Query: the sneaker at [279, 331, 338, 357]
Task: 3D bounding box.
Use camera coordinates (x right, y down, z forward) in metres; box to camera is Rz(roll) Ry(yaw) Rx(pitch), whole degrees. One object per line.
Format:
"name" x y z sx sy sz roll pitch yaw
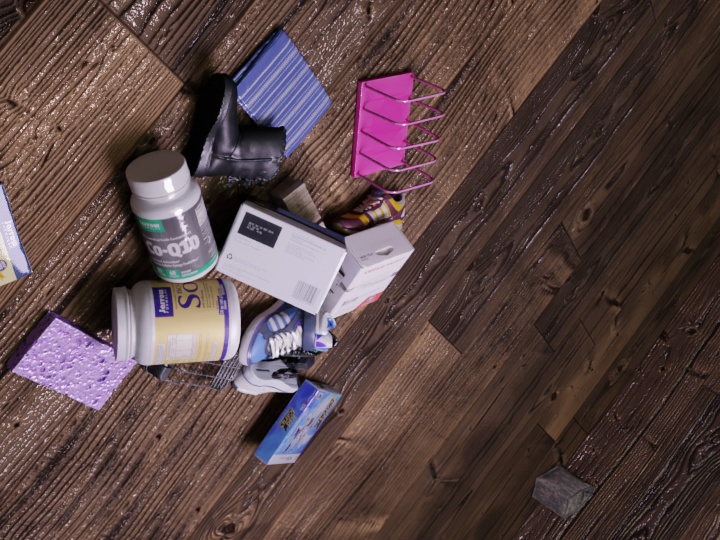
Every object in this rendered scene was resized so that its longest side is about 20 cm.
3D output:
"sneaker" -0.134 0.147 1.631 0.200 0.079 0.076 -8 111 -43

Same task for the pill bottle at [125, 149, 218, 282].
"pill bottle" -0.309 -0.088 1.262 0.113 0.113 0.200 -33 136 -26

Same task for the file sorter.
"file sorter" 0.079 -0.271 1.525 0.139 0.125 0.200 -20 130 -36

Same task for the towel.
"towel" -0.139 -0.309 1.360 0.145 0.024 0.200 -51 143 -8

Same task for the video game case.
"video game case" -0.138 0.347 1.755 0.200 0.045 0.181 -55 162 -1

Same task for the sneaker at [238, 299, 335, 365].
"sneaker" -0.133 0.133 1.526 0.200 0.146 0.081 -49 149 -49

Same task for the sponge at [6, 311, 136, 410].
"sponge" -0.487 0.157 1.315 0.112 0.030 0.200 -51 142 -6

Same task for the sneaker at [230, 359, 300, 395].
"sneaker" -0.203 0.231 1.644 0.071 0.073 0.200 -30 153 19

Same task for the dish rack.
"dish rack" -0.301 0.156 1.491 0.200 0.055 0.154 23 100 -53

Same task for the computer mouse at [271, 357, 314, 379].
"computer mouse" -0.141 0.196 1.630 0.200 0.059 0.034 -23 120 -78

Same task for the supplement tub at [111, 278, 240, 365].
"supplement tub" -0.317 0.087 1.319 0.200 0.145 0.146 -2 119 -23

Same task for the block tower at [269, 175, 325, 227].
"block tower" -0.112 -0.097 1.507 0.054 0.058 0.200 -42 141 -16

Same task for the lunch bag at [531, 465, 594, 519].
"lunch bag" 0.806 0.868 3.050 0.200 0.164 0.118 -14 120 -39

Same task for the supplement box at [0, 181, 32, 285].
"supplement box" -0.556 -0.055 0.958 0.200 0.200 0.134 -28 133 -31

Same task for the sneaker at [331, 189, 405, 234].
"sneaker" 0.017 -0.126 1.615 0.200 0.075 0.090 -11 116 -49

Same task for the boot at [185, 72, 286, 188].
"boot" -0.197 -0.231 1.299 0.162 0.073 0.198 -2 127 -39

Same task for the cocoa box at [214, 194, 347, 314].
"cocoa box" -0.140 -0.033 1.388 0.200 0.131 0.134 24 101 -7

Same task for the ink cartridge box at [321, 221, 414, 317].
"ink cartridge box" 0.000 0.000 1.605 0.147 0.083 0.200 -20 157 -37
